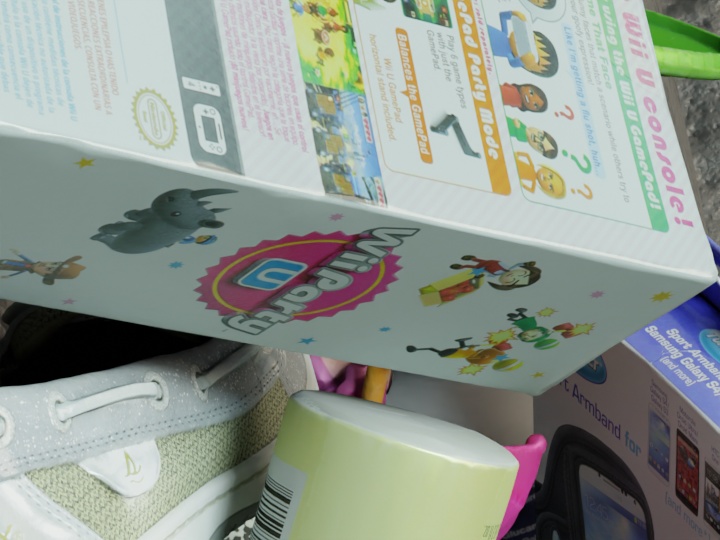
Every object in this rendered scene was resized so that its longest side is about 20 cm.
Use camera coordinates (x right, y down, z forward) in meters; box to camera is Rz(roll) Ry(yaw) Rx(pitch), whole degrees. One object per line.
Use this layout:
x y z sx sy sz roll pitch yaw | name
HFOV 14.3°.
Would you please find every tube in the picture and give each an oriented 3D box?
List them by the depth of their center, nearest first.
-0.018 0.126 0.605 0.058 0.052 0.200 14 95 -39 | tube

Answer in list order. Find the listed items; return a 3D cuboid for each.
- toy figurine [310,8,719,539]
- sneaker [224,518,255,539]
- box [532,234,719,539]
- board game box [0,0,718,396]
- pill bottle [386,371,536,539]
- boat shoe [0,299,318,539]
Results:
0.000 0.000 0.834 0.200 0.150 0.184 30 -71 54 | toy figurine
-0.024 0.132 0.738 0.089 0.077 0.200 -47 131 -39 | sneaker
0.097 0.080 0.875 0.119 0.041 0.200 45 -31 49 | box
-0.034 -0.063 0.571 0.200 0.064 0.148 11 57 -35 | board game box
0.048 0.060 1.007 0.111 0.111 0.200 -90 162 -52 | pill bottle
-0.058 0.028 0.623 0.202 0.074 0.065 -52 131 -68 | boat shoe
